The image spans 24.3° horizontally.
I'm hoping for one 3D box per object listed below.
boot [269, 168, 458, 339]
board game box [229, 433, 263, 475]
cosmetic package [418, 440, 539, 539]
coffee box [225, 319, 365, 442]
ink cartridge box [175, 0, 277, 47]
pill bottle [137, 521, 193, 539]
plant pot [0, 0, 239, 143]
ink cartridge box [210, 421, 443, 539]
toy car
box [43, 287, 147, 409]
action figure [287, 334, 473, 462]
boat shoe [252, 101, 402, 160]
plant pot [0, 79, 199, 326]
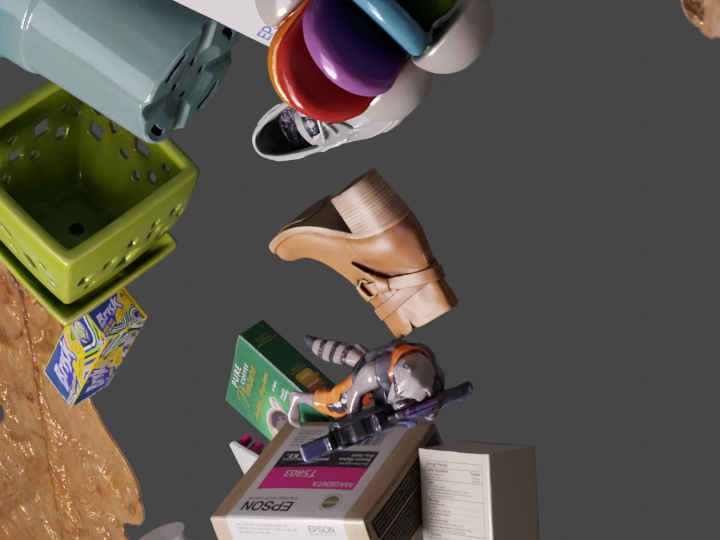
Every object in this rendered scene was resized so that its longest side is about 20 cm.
[{"bbox_3d":[0.000,0.000,1.638,0.155,0.074,0.199,55,148,-6],"label":"boot"},{"bbox_3d":[-0.050,0.293,1.923,0.199,0.026,0.201,23,145,46],"label":"board game box"},{"bbox_3d":[0.119,0.273,1.645,0.103,0.073,0.203,0,92,49],"label":"cosmetic package"},{"bbox_3d":[-0.063,0.159,1.861,0.199,0.044,0.124,39,142,22],"label":"coffee box"},{"bbox_3d":[-0.116,-0.293,1.475,0.198,0.044,0.196,22,150,-18],"label":"ink cartridge box"},{"bbox_3d":[-0.230,0.444,2.224,0.119,0.119,0.202,-9,111,52],"label":"pill bottle"},{"bbox_3d":[-0.236,-0.240,1.638,0.195,0.200,0.201,36,142,11],"label":"plant pot"},{"bbox_3d":[-0.027,0.230,1.707,0.198,0.165,0.076,-4,119,34],"label":"ink cartridge box"},{"bbox_3d":[-0.004,-0.198,1.379,0.175,0.151,0.200,41,140,-13],"label":"toy car"},{"bbox_3d":[-0.338,0.095,2.114,0.064,0.070,0.200,51,145,11],"label":"box"},{"bbox_3d":[-0.002,0.113,1.634,0.193,0.199,0.106,-10,98,54],"label":"action figure"},{"bbox_3d":[-0.031,-0.141,1.557,0.200,0.071,0.071,-17,104,52],"label":"boat shoe"},{"bbox_3d":[-0.315,-0.073,1.852,0.199,0.200,0.182,43,151,17],"label":"plant pot"}]
